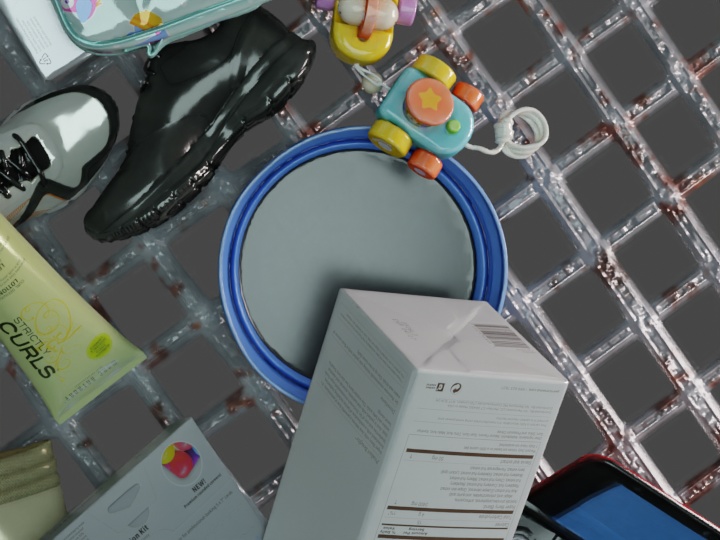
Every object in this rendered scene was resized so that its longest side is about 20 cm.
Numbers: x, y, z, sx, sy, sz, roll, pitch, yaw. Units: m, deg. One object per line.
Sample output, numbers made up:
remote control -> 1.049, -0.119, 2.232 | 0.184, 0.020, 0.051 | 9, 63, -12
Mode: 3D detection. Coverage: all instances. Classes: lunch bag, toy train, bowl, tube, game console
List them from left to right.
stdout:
tube -> -0.218, 0.023, 1.435 | 0.058, 0.052, 0.200 | -7, 139, 26
lunch bag -> -0.121, -0.227, 1.392 | 0.200, 0.077, 0.161 | -20, 99, -5
bowl -> 0.000, 0.000, 1.500 | 0.200, 0.039, 0.201 | -1, 94, -8
toy train -> 0.054, -0.165, 1.463 | 0.150, 0.056, 0.200 | -17, 85, -11
game console -> 0.184, 0.238, 1.504 | 0.200, 0.119, 0.172 | 33, 90, -8

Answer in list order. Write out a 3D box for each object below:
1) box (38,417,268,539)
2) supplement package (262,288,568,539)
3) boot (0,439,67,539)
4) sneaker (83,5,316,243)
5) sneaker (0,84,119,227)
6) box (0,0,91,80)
box -> -0.116, 0.226, 1.472 | 0.156, 0.041, 0.200 | -42, 101, -30
supplement package -> 0.033, 0.129, 1.434 | 0.120, 0.121, 0.200 | 6, 113, -30
boot -> -0.280, 0.210, 1.463 | 0.200, 0.073, 0.156 | -19, 98, -10
sneaker -> -0.123, -0.103, 1.468 | 0.091, 0.076, 0.200 | 43, 82, 1
sneaker -> -0.244, -0.054, 1.446 | 0.200, 0.080, 0.074 | -37, 96, -5
box -> -0.165, -0.243, 1.451 | 0.200, 0.041, 0.156 | -32, 98, -5
